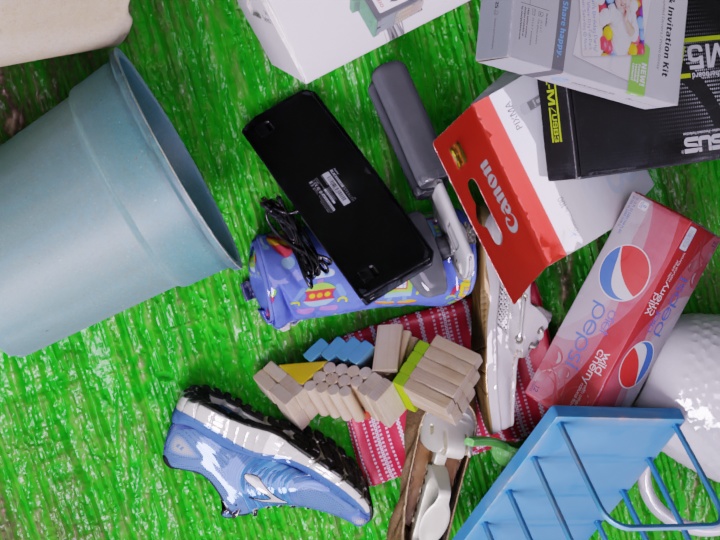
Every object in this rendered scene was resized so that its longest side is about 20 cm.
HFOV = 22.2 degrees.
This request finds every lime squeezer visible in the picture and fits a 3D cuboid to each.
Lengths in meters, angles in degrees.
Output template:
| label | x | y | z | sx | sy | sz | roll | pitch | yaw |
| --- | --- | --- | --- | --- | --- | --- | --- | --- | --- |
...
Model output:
| label | x | y | z | sx | sy | sz | roll | pitch | yaw |
| --- | --- | --- | --- | --- | --- | --- | --- | --- | --- |
| lime squeezer | 0.126 | 0.179 | 1.628 | 0.071 | 0.038 | 0.200 | -44 | 143 | -19 |

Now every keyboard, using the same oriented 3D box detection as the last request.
| label | x | y | z | sx | sy | sz | roll | pitch | yaw |
| --- | --- | --- | --- | --- | --- | --- | --- | --- | --- |
| keyboard | -0.031 | -0.053 | 1.527 | 0.104 | 0.040 | 0.200 | -28 | 65 | -15 |

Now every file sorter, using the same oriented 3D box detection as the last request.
| label | x | y | z | sx | sy | sz | roll | pitch | yaw |
| --- | --- | --- | --- | --- | --- | --- | --- | --- | --- |
| file sorter | 0.192 | 0.225 | 1.560 | 0.138 | 0.123 | 0.200 | 4 | 136 | -30 |

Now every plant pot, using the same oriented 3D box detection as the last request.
| label | x | y | z | sx | sy | sz | roll | pitch | yaw |
| --- | --- | --- | --- | --- | --- | --- | --- | --- | --- |
| plant pot | -0.226 | -0.040 | 1.457 | 0.196 | 0.200 | 0.201 | -30 | 106 | 2 |
| plant pot | -0.276 | -0.235 | 1.413 | 0.183 | 0.200 | 0.201 | -5 | 102 | -24 |

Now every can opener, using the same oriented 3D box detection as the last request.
| label | x | y | z | sx | sy | sz | roll | pitch | yaw |
| --- | --- | --- | --- | --- | --- | --- | --- | --- | --- |
| can opener | 0.046 | -0.079 | 1.531 | 0.066 | 0.053 | 0.201 | -14 | 73 | -14 |

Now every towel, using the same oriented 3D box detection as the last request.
| label | x | y | z | sx | sy | sz | roll | pitch | yaw |
| --- | --- | --- | --- | --- | --- | --- | --- | --- | --- |
| towel | 0.081 | 0.101 | 1.636 | 0.199 | 0.022 | 0.145 | -16 | 103 | -10 |

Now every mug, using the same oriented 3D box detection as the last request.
| label | x | y | z | sx | sy | sz | roll | pitch | yaw |
| --- | --- | --- | --- | --- | --- | --- | --- | --- | --- |
| mug | 0.321 | 0.139 | 1.633 | 0.175 | 0.148 | 0.201 | 20 | 92 | -3 |

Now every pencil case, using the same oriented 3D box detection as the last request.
| label | x | y | z | sx | sy | sz | roll | pitch | yaw |
| --- | --- | --- | --- | --- | --- | --- | --- | --- | --- |
| pencil case | 0.000 | 0.000 | 1.567 | 0.199 | 0.078 | 0.087 | -8 | 108 | -12 |

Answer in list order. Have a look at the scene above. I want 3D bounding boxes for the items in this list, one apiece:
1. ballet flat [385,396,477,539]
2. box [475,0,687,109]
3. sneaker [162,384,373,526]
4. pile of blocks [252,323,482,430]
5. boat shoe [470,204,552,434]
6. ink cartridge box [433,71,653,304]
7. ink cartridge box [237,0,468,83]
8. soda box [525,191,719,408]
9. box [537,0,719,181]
| label | x | y | z | sx | sy | sz | roll | pitch | yaw |
| --- | --- | --- | --- | --- | --- | --- | --- | --- | --- |
| ballet flat | 0.066 | 0.174 | 1.597 | 0.068 | 0.072 | 0.201 | 12 | 97 | -15 |
| box | 0.182 | -0.224 | 1.466 | 0.199 | 0.041 | 0.157 | 11 | 84 | -40 |
| sneaker | -0.081 | 0.176 | 1.592 | 0.199 | 0.079 | 0.089 | 26 | 104 | -10 |
| pile of blocks | 0.011 | 0.097 | 1.581 | 0.199 | 0.082 | 0.062 | 0 | 147 | 18 |
| boat shoe | 0.133 | 0.043 | 1.590 | 0.069 | 0.071 | 0.201 | -2 | 97 | -9 |
| ink cartridge box | 0.158 | -0.090 | 1.550 | 0.200 | 0.047 | 0.160 | -44 | 113 | -43 |
| ink cartridge box | 0.008 | -0.237 | 1.490 | 0.199 | 0.146 | 0.085 | -28 | 107 | -6 |
| soda box | 0.225 | 0.039 | 1.578 | 0.063 | 0.070 | 0.201 | 22 | 97 | -52 |
| box | 0.236 | -0.181 | 1.562 | 0.199 | 0.047 | 0.194 | -8 | 92 | -33 |
